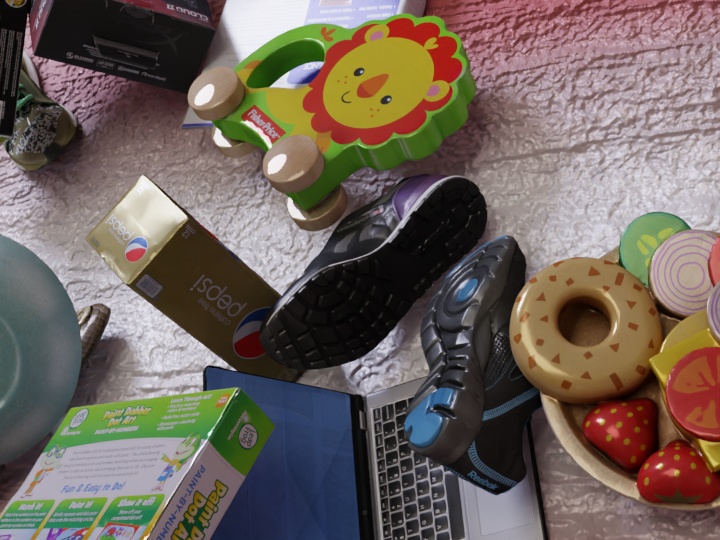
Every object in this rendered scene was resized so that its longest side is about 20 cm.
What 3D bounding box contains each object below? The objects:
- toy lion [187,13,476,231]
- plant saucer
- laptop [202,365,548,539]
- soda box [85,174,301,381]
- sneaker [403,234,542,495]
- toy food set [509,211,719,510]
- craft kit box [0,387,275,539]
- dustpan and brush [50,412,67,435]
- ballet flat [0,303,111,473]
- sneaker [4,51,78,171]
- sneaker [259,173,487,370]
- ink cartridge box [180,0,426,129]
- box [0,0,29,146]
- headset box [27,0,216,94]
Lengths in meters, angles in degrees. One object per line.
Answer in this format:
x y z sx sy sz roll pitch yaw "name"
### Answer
-0.014 -0.138 1.120 0.191 0.069 0.200 -41 48 -8 "toy lion"
-0.318 0.067 1.109 0.201 0.201 0.039 -46 17 -1 "plant saucer"
0.009 0.141 0.952 0.198 0.116 0.189 -19 55 20 "laptop"
-0.108 0.017 1.040 0.064 0.200 0.068 -47 50 -2 "soda box"
0.085 0.062 0.970 0.073 0.082 0.201 -33 28 42 "sneaker"
0.208 0.053 0.906 0.196 0.049 0.201 -28 58 0 "toy food set"
-0.172 0.169 0.915 0.199 0.049 0.199 -11 42 46 "craft kit box"
-0.208 0.165 1.116 0.140 0.057 0.200 -45 57 -2 "dustpan and brush"
-0.280 0.104 1.180 0.201 0.046 0.067 -52 13 -2 "ballet flat"
-0.342 -0.169 1.363 0.077 0.089 0.200 -43 50 0 "sneaker"
0.000 0.000 1.061 0.199 0.076 0.087 -37 26 -18 "sneaker"
-0.042 -0.202 1.235 0.196 0.047 0.202 2 67 31 "ink cartridge box"
-0.328 -0.212 1.276 0.110 0.034 0.203 -10 73 64 "box"
-0.220 -0.246 1.273 0.075 0.147 0.201 -60 33 32 "headset box"
